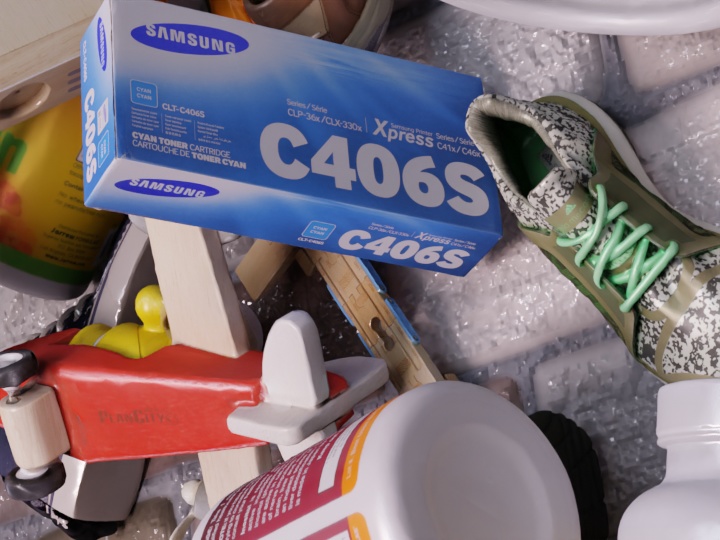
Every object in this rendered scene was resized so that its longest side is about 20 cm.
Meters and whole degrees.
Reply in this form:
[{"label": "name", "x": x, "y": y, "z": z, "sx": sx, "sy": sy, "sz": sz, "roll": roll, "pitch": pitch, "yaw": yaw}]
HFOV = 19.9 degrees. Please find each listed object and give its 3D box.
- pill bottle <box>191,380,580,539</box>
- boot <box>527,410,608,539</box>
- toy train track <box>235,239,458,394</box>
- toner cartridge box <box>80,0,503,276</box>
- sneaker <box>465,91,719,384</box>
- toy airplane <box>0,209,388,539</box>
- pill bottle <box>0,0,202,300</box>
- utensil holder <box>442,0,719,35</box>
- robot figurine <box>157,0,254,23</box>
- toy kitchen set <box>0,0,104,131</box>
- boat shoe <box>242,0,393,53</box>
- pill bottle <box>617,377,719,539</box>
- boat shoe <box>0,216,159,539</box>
[{"label": "pill bottle", "x": -0.006, "y": 0.132, "z": 0.901, "sx": 0.200, "sy": 0.112, "sz": 0.114, "roll": -32, "pitch": 60, "yaw": 45}, {"label": "boot", "x": 0.060, "y": 0.172, "z": 0.950, "sx": 0.130, "sy": 0.067, "sz": 0.202, "roll": -26, "pitch": 61, "yaw": 43}, {"label": "toy train track", "x": 0.000, "y": 0.000, "z": 1.045, "sx": 0.115, "sy": 0.032, "sz": 0.201, "roll": -52, "pitch": 57, "yaw": 30}, {"label": "toner cartridge box", "x": -0.032, "y": -0.062, "z": 0.969, "sx": 0.043, "sy": 0.198, "sz": 0.096, "roll": -49, "pitch": 40, "yaw": 48}, {"label": "sneaker", "x": 0.109, "y": -0.014, "z": 0.922, "sx": 0.077, "sy": 0.088, "sz": 0.200, "roll": -55, "pitch": 52, "yaw": 16}, {"label": "toy airplane", "x": -0.076, "y": 0.051, "z": 1.026, "sx": 0.199, "sy": 0.141, "sz": 0.200, "roll": 38, "pitch": 119, "yaw": 1}, {"label": "pill bottle", "x": -0.163, "y": -0.095, "z": 1.153, "sx": 0.111, "sy": 0.111, "sz": 0.201, "roll": 36, "pitch": 103, "yaw": 39}, {"label": "utensil holder", "x": 0.109, "y": -0.225, "z": 0.923, "sx": 0.169, "sy": 0.169, "sz": 0.202, "roll": 2, "pitch": 79, "yaw": 40}, {"label": "robot figurine", "x": -0.097, "y": -0.173, "z": 1.070, "sx": 0.202, "sy": 0.144, "sz": 0.058, "roll": 70, "pitch": 163, "yaw": -6}, {"label": "toy kitchen set", "x": -0.187, "y": -0.038, "z": 1.043, "sx": 0.179, "sy": 0.200, "sz": 0.164, "roll": -26, "pitch": 73, "yaw": -16}, {"label": "boat shoe", "x": -0.011, "y": -0.190, "z": 1.047, "sx": 0.075, "sy": 0.072, "sz": 0.201, "roll": -12, "pitch": 52, "yaw": 36}, {"label": "pill bottle", "x": 0.158, "y": 0.149, "z": 0.828, "sx": 0.111, "sy": 0.112, "sz": 0.202, "roll": -6, "pitch": 76, "yaw": 39}, {"label": "boat shoe", "x": -0.153, "y": 0.041, "z": 1.137, "sx": 0.092, "sy": 0.074, "sz": 0.202, "roll": 22, "pitch": 95, "yaw": 33}]
